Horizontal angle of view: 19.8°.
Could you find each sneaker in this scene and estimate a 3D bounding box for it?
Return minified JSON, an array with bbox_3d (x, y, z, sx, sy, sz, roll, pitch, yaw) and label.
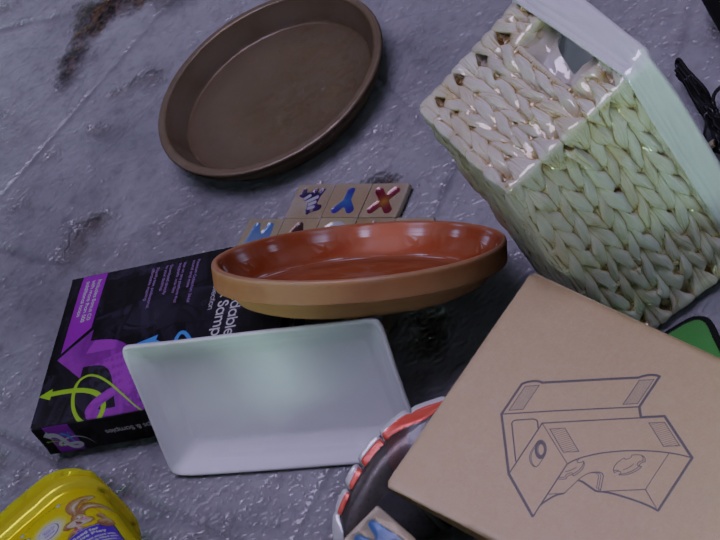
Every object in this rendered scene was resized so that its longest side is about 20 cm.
[{"bbox_3d":[0.068,0.118,1.264,0.200,0.077,0.082,-44,40,-4],"label":"sneaker"}]

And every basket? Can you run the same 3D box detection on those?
[{"bbox_3d":[0.144,-0.064,1.308,0.123,0.200,0.136,-40,42,-1],"label":"basket"}]

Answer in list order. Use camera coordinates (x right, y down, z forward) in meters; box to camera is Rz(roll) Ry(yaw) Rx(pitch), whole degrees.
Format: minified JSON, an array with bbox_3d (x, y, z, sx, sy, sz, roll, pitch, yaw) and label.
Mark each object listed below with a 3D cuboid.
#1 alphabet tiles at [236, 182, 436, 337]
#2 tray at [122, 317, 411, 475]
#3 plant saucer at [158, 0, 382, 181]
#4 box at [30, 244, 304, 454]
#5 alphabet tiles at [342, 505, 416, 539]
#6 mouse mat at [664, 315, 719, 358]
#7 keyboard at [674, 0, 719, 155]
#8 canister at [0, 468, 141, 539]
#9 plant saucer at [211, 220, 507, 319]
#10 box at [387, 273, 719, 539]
[{"bbox_3d":[-0.038,0.014,1.491,0.165,0.006,0.201,1,52,33],"label":"alphabet tiles"},{"bbox_3d":[-0.056,0.082,1.371,0.199,0.108,0.022,-7,28,27],"label":"tray"},{"bbox_3d":[-0.069,-0.143,1.643,0.199,0.030,0.201,-18,43,17],"label":"plant saucer"},{"bbox_3d":[-0.133,0.052,1.485,0.199,0.036,0.144,-11,46,23],"label":"box"},{"bbox_3d":[0.001,0.254,1.164,0.167,0.008,0.200,39,70,21],"label":"alphabet tiles"},{"bbox_3d":[0.167,0.122,1.232,0.160,0.008,0.201,-32,35,12],"label":"mouse mat"},{"bbox_3d":[0.279,-0.136,1.423,0.126,0.021,0.201,-22,41,5],"label":"keyboard"},{"bbox_3d":[-0.183,0.225,1.291,0.148,0.087,0.200,-42,28,-6],"label":"canister"},{"bbox_3d":[0.000,0.000,1.381,0.199,0.033,0.200,-5,12,1],"label":"plant saucer"},{"bbox_3d":[0.138,0.104,1.198,0.199,0.021,0.164,25,69,32],"label":"box"}]
